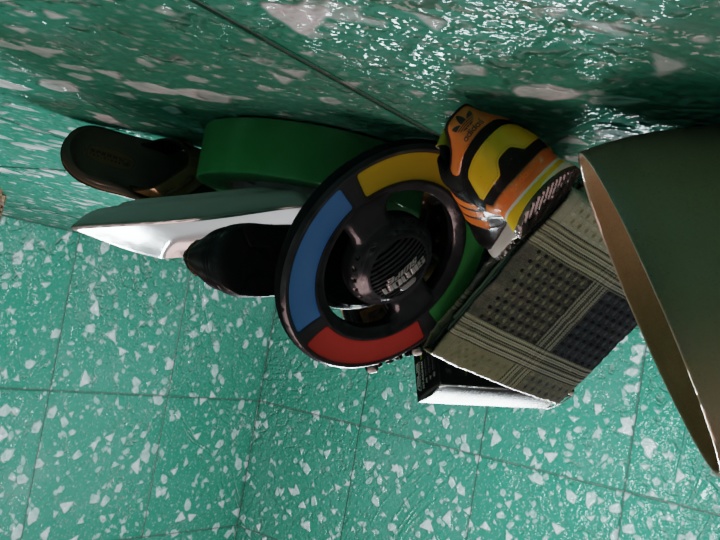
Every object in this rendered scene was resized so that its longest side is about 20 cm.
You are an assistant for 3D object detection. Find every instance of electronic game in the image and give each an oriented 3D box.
[{"bbox_3d":[0.022,-0.009,0.707,0.200,0.200,0.042,13,-160,-42],"label":"electronic game"}]

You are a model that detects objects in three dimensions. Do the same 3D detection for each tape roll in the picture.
[{"bbox_3d":[-0.042,-0.085,0.791,0.200,0.048,0.200,9,177,1],"label":"tape roll"}]

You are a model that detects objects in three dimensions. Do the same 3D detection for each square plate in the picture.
[{"bbox_3d":[-0.121,-0.041,0.794,0.198,0.029,0.200,-5,173,8],"label":"square plate"}]

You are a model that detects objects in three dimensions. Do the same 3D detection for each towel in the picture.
[{"bbox_3d":[0.175,0.025,0.791,0.200,0.193,0.035,25,-156,-38],"label":"towel"}]

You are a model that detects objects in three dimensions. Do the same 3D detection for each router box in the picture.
[{"bbox_3d":[0.130,0.039,0.928,0.149,0.200,0.062,6,154,-18],"label":"router box"}]

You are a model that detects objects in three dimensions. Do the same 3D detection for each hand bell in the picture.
[{"bbox_3d":[0.136,-0.040,0.892,0.200,0.104,0.104,-2,-177,-33],"label":"hand bell"}]

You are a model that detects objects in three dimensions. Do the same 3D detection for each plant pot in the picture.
[{"bbox_3d":[0.226,-0.001,0.510,0.134,0.201,0.200,-22,169,11],"label":"plant pot"}]

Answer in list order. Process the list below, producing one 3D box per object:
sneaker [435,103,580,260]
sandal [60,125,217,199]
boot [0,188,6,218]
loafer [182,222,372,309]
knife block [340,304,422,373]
[{"bbox_3d":[0.093,-0.067,0.627,0.090,0.070,0.200,44,179,6],"label":"sneaker"},{"bbox_3d":[-0.186,-0.101,0.862,0.200,0.082,0.055,18,153,-12],"label":"sandal"},{"bbox_3d":[-0.761,-0.134,1.758,0.107,0.075,0.200,16,175,-20],"label":"boot"},{"bbox_3d":[-0.052,-0.009,0.745,0.200,0.073,0.072,10,179,-41],"label":"loafer"},{"bbox_3d":[0.000,0.000,0.871,0.064,0.200,0.176,-20,170,-1],"label":"knife block"}]
